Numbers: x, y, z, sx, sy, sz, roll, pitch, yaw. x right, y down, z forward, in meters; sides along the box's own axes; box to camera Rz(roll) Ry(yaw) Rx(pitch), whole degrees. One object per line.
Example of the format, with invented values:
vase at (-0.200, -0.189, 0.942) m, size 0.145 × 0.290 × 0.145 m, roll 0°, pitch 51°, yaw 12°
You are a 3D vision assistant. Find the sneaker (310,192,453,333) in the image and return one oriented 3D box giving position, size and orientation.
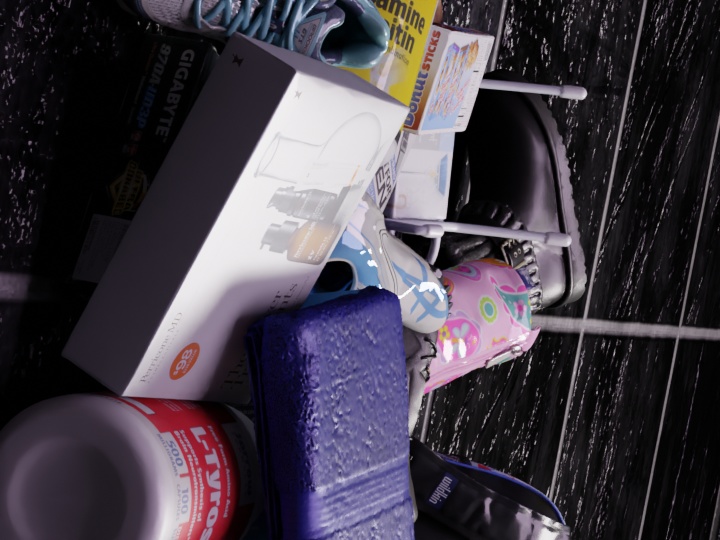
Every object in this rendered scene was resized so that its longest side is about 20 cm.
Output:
sneaker at (0.000, 0.000, 1.654) m, size 0.073 × 0.072 × 0.200 m, roll -53°, pitch 149°, yaw -5°

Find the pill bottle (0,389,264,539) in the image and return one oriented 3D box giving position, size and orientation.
pill bottle at (-0.123, 0.121, 1.444) m, size 0.200 × 0.112 × 0.112 m, roll -2°, pitch 102°, yaw -71°

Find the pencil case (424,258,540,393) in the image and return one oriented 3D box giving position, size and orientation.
pencil case at (0.048, 0.050, 1.884) m, size 0.200 × 0.087 × 0.088 m, roll -18°, pitch 119°, yaw -50°

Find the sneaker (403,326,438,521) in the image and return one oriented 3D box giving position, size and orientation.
sneaker at (0.016, 0.077, 1.754) m, size 0.076 × 0.091 × 0.200 m, roll -177°, pitch -108°, yaw -79°

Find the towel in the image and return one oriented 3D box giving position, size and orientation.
towel at (-0.017, 0.114, 1.478) m, size 0.148 × 0.049 × 0.200 m, roll -14°, pitch 103°, yaw -64°

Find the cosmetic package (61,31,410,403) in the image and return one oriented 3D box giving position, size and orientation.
cosmetic package at (-0.066, -0.024, 1.419) m, size 0.200 × 0.052 × 0.151 m, roll -61°, pitch 154°, yaw 9°

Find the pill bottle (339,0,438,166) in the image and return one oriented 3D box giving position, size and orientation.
pill bottle at (-0.008, -0.172, 1.614) m, size 0.112 × 0.112 × 0.200 m, roll 49°, pitch 54°, yaw -67°

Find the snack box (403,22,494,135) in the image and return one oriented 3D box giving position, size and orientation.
snack box at (0.057, -0.130, 1.744) m, size 0.200 × 0.024 × 0.072 m, roll -19°, pitch 128°, yaw -78°

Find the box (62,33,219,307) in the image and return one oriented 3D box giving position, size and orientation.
box at (-0.101, -0.027, 1.526) m, size 0.200 × 0.046 × 0.159 m, roll 56°, pitch 49°, yaw -64°

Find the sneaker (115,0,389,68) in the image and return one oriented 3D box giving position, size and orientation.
sneaker at (-0.054, -0.156, 1.451) m, size 0.200 × 0.086 × 0.078 m, roll 2°, pitch 123°, yaw -51°

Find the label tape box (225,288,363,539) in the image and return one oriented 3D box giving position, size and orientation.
label tape box at (-0.052, 0.117, 1.595) m, size 0.066 × 0.143 × 0.200 m, roll 33°, pitch 66°, yaw -33°

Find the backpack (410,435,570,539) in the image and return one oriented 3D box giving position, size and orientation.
backpack at (0.054, 0.224, 1.898) m, size 0.154 × 0.190 × 0.200 m, roll 160°, pitch -55°, yaw -80°

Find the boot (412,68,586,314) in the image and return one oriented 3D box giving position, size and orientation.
boot at (0.094, -0.047, 2.049) m, size 0.158 × 0.079 × 0.211 m, roll -18°, pitch 93°, yaw -39°

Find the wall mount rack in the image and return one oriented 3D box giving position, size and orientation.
wall mount rack at (0.088, -0.085, 1.947) m, size 0.174 × 0.075 × 0.200 m, roll 1°, pitch 97°, yaw -50°

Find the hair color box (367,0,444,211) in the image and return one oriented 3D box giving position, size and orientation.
hair color box at (-0.002, -0.112, 1.745) m, size 0.109 × 0.065 × 0.200 m, roll 79°, pitch 27°, yaw -51°
